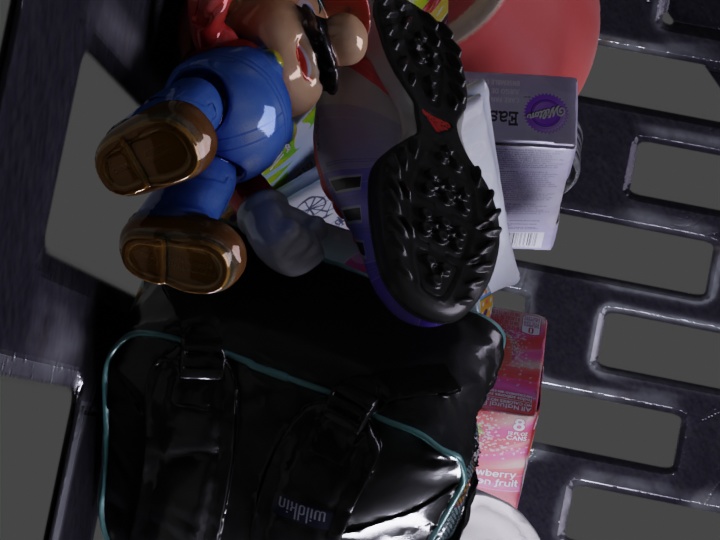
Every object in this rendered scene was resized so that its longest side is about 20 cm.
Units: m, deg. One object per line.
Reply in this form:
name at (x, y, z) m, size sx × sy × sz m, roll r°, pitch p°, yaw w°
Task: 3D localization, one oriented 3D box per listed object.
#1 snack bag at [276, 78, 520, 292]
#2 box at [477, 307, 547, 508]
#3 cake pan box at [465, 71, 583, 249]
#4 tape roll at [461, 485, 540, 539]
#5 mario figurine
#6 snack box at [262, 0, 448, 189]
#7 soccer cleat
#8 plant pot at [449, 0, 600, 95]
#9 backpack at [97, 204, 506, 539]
snack bag at (0.000, 0.000, 1.246) m, size 0.021 × 0.188 × 0.200 m, roll 54°, pitch -11°, yaw 31°
box at (0.009, 0.077, 1.411) m, size 0.096 × 0.199 × 0.100 m, roll -78°, pitch 177°, yaw -50°
cake pan box at (0.036, -0.066, 1.398) m, size 0.184 × 0.199 × 0.053 m, roll 85°, pitch 8°, yaw -73°
tape roll at (-0.011, 0.194, 1.233) m, size 0.202 × 0.139 × 0.203 m, roll -19°, pitch 118°, yaw -41°
mario figurine at (-0.038, -0.079, 0.968) m, size 0.124 × 0.106 × 0.200 m, roll -61°, pitch -177°, yaw 37°
snack box at (-0.016, -0.105, 1.208) m, size 0.142 × 0.053 × 0.200 m, roll -48°, pitch 174°, yaw -2°
soccer cleat at (0.014, -0.039, 1.024) m, size 0.073 × 0.068 × 0.200 m, roll -45°, pitch -147°, yaw 32°
plant pot at (0.044, -0.178, 1.413) m, size 0.177 × 0.200 × 0.201 m, roll 37°, pitch 63°, yaw -75°
backpack at (-0.030, 0.077, 1.054) m, size 0.154 × 0.175 × 0.200 m, roll -68°, pitch 173°, yaw -49°
